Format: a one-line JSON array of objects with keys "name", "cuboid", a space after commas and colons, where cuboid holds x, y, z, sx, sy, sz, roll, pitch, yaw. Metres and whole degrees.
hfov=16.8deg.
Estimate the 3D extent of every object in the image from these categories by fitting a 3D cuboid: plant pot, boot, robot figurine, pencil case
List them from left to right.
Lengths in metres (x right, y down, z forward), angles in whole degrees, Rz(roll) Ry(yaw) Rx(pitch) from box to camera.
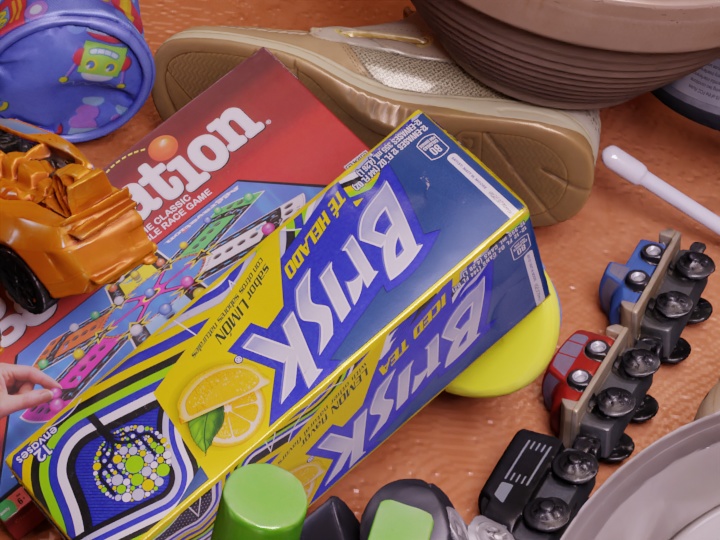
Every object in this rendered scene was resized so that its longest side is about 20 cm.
[{"name": "robot figurine", "cuboid": [-0.172, -0.018, 0.931, 0.145, 0.059, 0.199, -36, 34, -26]}, {"name": "pencil case", "cuboid": [-0.146, -0.138, 1.101, 0.078, 0.087, 0.201, 24, 33, -34]}, {"name": "boot", "cuboid": [0.018, -0.098, 1.101, 0.198, 0.073, 0.156, 10, 38, 9]}, {"name": "plant pot", "cuboid": [0.090, -0.134, 1.034, 0.199, 0.093, 0.202, 8, 40, -6]}]

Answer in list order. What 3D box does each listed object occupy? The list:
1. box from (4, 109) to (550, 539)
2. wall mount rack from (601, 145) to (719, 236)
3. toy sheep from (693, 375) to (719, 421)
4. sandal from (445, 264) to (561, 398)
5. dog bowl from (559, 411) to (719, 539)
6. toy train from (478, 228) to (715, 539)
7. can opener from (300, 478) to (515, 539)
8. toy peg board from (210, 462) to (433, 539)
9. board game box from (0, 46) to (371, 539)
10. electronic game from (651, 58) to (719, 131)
[{"name": "box", "cuboid": [-0.026, 0.038, 0.886, 0.200, 0.070, 0.064, -41, 61, -11]}, {"name": "wall mount rack", "cuboid": [0.207, -0.059, 1.100, 0.172, 0.075, 0.201, 1, 38, 18]}, {"name": "toy sheep", "cuboid": [0.210, 0.065, 0.927, 0.199, 0.138, 0.138, 6, 40, -28]}, {"name": "sandal", "cuboid": [0.000, 0.000, 1.001, 0.199, 0.080, 0.087, 24, 9, 22]}, {"name": "dog bowl", "cuboid": [0.153, 0.144, 0.807, 0.198, 0.059, 0.202, -2, 79, 13]}, {"name": "toy train", "cuboid": [0.096, 0.048, 0.991, 0.045, 0.034, 0.200, 14, 42, 22]}, {"name": "can opener", "cuboid": [0.037, 0.155, 0.854, 0.063, 0.079, 0.201, 28, 29, -46]}, {"name": "toy peg board", "cuboid": [0.011, 0.158, 0.679, 0.198, 0.098, 0.200, 16, 42, 1]}, {"name": "board game box", "cuboid": [-0.083, 0.005, 0.946, 0.200, 0.019, 0.103, -39, 57, -11]}, {"name": "electronic game", "cuboid": [0.215, -0.125, 1.093, 0.198, 0.042, 0.201, -11, 39, 9]}]
